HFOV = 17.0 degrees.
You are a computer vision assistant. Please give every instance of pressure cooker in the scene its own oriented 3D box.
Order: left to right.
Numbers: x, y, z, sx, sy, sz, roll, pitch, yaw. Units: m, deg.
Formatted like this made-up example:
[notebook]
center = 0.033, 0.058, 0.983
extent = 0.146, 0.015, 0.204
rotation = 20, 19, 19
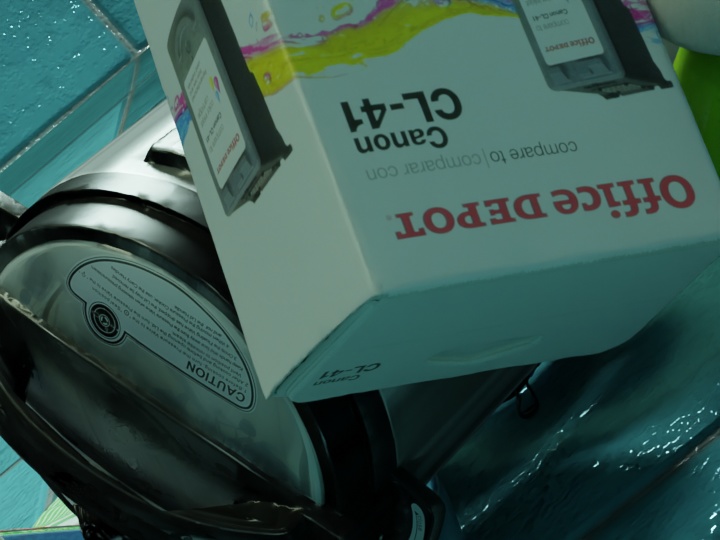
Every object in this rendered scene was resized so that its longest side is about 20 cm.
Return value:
[pressure cooker]
center = -0.038, 0.024, 0.874
extent = 0.176, 0.179, 0.200
rotation = -5, 28, 44

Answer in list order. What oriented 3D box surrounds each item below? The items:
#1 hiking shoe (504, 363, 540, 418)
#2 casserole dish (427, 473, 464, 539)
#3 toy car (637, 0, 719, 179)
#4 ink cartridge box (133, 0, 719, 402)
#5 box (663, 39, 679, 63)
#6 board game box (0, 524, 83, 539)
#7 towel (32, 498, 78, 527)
[hiking shoe]
center = 0.000, 0.000, 1.051
extent = 0.200, 0.074, 0.087
rotation = 12, 65, 33
[casserole dish]
center = -0.011, 0.119, 0.958
extent = 0.121, 0.039, 0.200
rotation = -40, 14, 3
[toy car]
center = 0.197, -0.082, 0.835
extent = 0.200, 0.175, 0.150
rotation = -42, 51, -18
[ink cartridge box]
center = 0.016, -0.071, 0.787
extent = 0.148, 0.200, 0.086
rotation = -9, -23, -30
[box]
center = 0.125, -0.173, 1.005
extent = 0.200, 0.199, 0.171
rotation = 17, 51, 25
[board game box]
center = -0.187, 0.144, 1.162
extent = 0.151, 0.037, 0.200
rotation = -3, -7, -21
[towel]
center = -0.122, 0.093, 1.386
extent = 0.153, 0.023, 0.200
rotation = -32, 16, 37
